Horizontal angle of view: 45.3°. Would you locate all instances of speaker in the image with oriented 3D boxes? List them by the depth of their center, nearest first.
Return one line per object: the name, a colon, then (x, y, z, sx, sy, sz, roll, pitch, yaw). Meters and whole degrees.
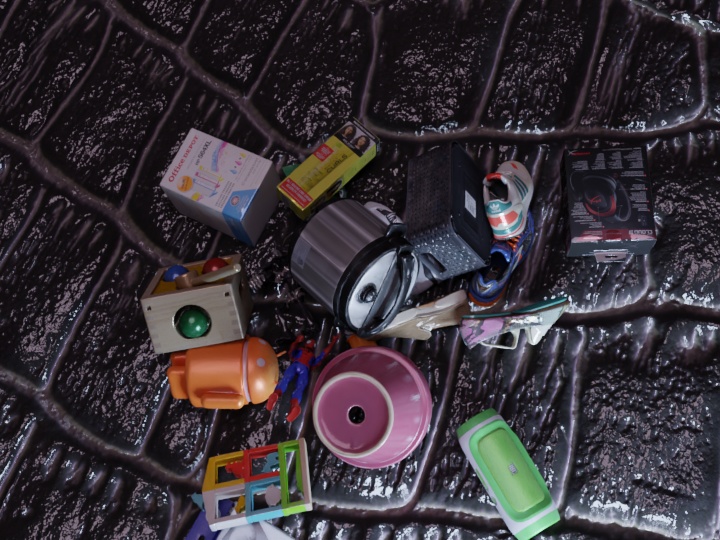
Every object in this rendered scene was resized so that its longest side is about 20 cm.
speaker: (0.235, 0.327, 1.387, 0.088, 0.089, 0.201, -29, 70, -5)

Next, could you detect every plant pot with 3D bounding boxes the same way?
plant pot: (0.006, 0.220, 1.374, 0.197, 0.179, 0.203, -1, 86, 12)

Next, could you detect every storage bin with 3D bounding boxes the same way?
storage bin: (0.153, -0.104, 1.490, 0.093, 0.135, 0.202, -20, 49, 31)

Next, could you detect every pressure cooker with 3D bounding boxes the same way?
pressure cooker: (-0.002, 0.001, 1.402, 0.178, 0.177, 0.200, -39, 54, -18)

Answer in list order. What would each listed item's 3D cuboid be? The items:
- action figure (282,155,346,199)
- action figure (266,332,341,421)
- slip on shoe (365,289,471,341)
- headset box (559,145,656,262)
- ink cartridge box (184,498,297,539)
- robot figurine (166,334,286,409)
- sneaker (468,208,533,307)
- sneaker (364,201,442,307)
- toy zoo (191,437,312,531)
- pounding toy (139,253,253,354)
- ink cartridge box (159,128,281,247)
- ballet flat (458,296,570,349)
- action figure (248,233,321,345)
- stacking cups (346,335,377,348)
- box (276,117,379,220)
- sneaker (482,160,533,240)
action figure: (-0.063, -0.122, 1.599, 0.117, 0.055, 0.202, -17, 73, -3)
action figure: (-0.092, 0.152, 1.434, 0.065, 0.200, 0.100, 30, 114, -5)
slip on shoe: (0.101, 0.092, 1.483, 0.198, 0.076, 0.061, -19, 88, -22)
headset box: (0.435, -0.112, 1.526, 0.147, 0.075, 0.203, -2, 70, 6)
ink cartridge box: (-0.212, 0.490, 1.400, 0.198, 0.041, 0.201, 26, 75, 14)
robot figurine: (-0.226, 0.171, 1.475, 0.197, 0.144, 0.118, -3, 88, 1)
sneaker: (0.254, -0.032, 1.515, 0.075, 0.079, 0.202, 22, 72, 12)
sneaker: (0.046, -0.026, 1.538, 0.115, 0.075, 0.200, -40, 74, -11)
toy zoo: (-0.182, 0.354, 1.427, 0.197, 0.021, 0.132, -12, 43, 2)
pounding toy: (-0.266, 0.040, 1.460, 0.182, 0.200, 0.144, -10, 109, 2)
ink cartridge box: (-0.263, -0.157, 1.592, 0.198, 0.125, 0.130, 23, 74, 13)
ballet flat: (0.265, 0.096, 1.474, 0.197, 0.069, 0.072, -11, 90, -9)
action figure: (-0.128, 0.023, 1.527, 0.118, 0.102, 0.202, -19, 71, 9)
stacking cups: (-0.014, 0.098, 1.513, 0.060, 0.061, 0.202, -21, 72, -2)
box: (-0.057, -0.184, 1.565, 0.075, 0.050, 0.200, 42, 75, 17)
sneaker: (0.255, -0.148, 1.513, 0.070, 0.094, 0.201, -10, 40, 25)
